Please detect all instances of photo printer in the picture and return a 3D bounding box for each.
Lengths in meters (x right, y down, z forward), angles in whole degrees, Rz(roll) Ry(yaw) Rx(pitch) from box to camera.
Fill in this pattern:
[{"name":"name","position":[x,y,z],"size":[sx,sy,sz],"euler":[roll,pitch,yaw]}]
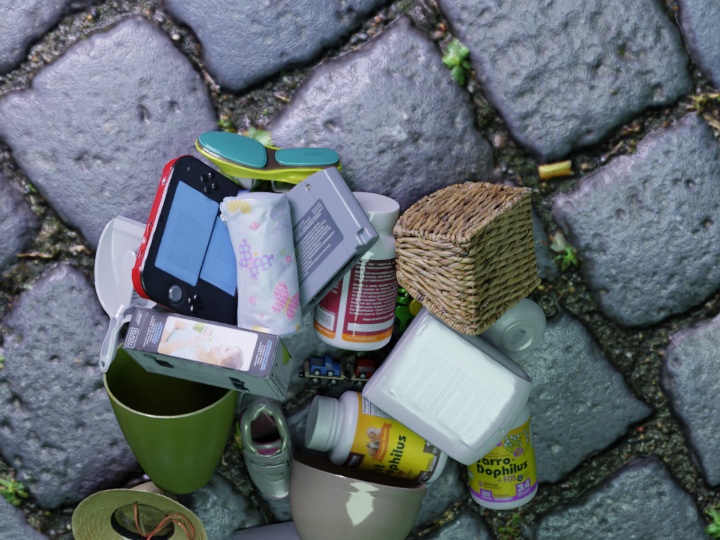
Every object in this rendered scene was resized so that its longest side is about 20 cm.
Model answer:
[{"name":"photo printer","position":[0.128,0.165,1.724],"size":[0.200,0.069,0.167],"euler":[34,102,-5]}]

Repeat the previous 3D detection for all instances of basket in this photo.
[{"name":"basket","position":[0.136,-0.019,1.668],"size":[0.142,0.200,0.149],"euler":[9,119,34]}]

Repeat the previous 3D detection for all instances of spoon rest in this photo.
[{"name":"spoon rest","position":[0.188,0.063,1.790],"size":[0.200,0.061,0.099],"euler":[30,107,-31]}]

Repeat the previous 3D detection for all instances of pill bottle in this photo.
[{"name":"pill bottle","position":[0.204,0.246,1.831],"size":[0.104,0.104,0.201],"euler":[-10,112,-3]},{"name":"pill bottle","position":[0.000,0.000,1.702],"size":[0.113,0.113,0.201],"euler":[5,111,-9]},{"name":"pill bottle","position":[0.024,0.239,1.803],"size":[0.199,0.109,0.110],"euler":[13,110,-12]}]

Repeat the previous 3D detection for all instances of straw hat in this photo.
[{"name":"straw hat","position":[-0.315,0.359,1.816],"size":[0.200,0.085,0.202],"euler":[3,127,4]}]

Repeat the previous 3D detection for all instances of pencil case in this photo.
[{"name":"pencil case","position":[-0.129,-0.007,1.631],"size":[0.091,0.083,0.201],"euler":[-13,100,-33]}]

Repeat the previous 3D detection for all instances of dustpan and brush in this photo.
[{"name":"dustpan and brush","position":[-0.314,0.040,1.660],"size":[0.139,0.057,0.201],"euler":[19,104,27]}]

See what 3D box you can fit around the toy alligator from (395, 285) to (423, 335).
[{"name":"toy alligator","position":[0.066,0.044,1.757],"size":[0.054,0.059,0.200],"euler":[17,108,-13]}]

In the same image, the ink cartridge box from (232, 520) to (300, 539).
[{"name":"ink cartridge box","position":[-0.110,0.494,1.900],"size":[0.145,0.088,0.201],"euler":[-9,114,-4]}]

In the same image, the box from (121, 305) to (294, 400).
[{"name":"box","position":[-0.194,0.108,1.605],"size":[0.199,0.117,0.060],"euler":[11,72,13]}]

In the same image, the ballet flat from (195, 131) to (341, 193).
[{"name":"ballet flat","position":[-0.125,-0.137,1.663],"size":[0.199,0.067,0.067],"euler":[6,131,-11]}]

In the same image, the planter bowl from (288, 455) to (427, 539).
[{"name":"planter bowl","position":[-0.016,0.354,1.775],"size":[0.200,0.200,0.135],"euler":[13,87,-12]}]

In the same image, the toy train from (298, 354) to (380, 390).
[{"name":"toy train","position":[0.009,0.150,1.803],"size":[0.199,0.034,0.046],"euler":[4,122,-9]}]

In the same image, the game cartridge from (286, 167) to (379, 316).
[{"name":"game cartridge","position":[-0.066,-0.041,1.652],"size":[0.041,0.133,0.200],"euler":[-9,153,-44]}]

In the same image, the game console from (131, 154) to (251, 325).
[{"name":"game console","position":[-0.207,-0.033,1.617],"size":[0.177,0.031,0.201],"euler":[30,67,-40]}]

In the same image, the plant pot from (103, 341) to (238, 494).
[{"name":"plant pot","position":[-0.256,0.211,1.735],"size":[0.186,0.187,0.200],"euler":[-3,128,-6]}]

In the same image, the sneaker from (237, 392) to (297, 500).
[{"name":"sneaker","position":[-0.138,0.256,1.800],"size":[0.081,0.088,0.201],"euler":[-15,113,-1]}]
